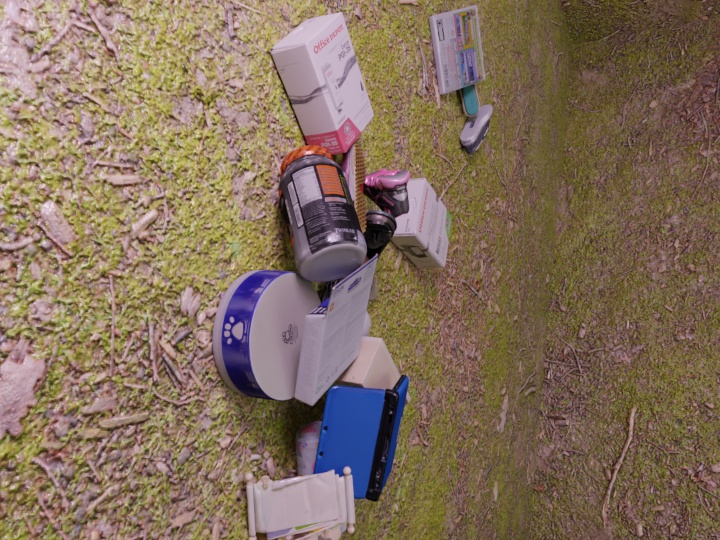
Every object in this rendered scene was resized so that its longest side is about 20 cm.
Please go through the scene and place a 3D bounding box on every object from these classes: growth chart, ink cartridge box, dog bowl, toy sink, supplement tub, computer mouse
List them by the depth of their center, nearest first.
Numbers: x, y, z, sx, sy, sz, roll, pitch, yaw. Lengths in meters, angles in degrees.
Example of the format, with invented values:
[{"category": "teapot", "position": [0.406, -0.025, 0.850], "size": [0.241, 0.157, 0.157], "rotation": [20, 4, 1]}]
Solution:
[{"category": "dog bowl", "position": [-0.142, 0.103, 0.908], "size": [0.198, 0.077, 0.208], "rotation": [-2, 92, -59]}, {"category": "ink cartridge box", "position": [-0.038, 0.086, 0.924], "size": [0.199, 0.039, 0.206], "rotation": [-35, 140, -63]}, {"category": "supplement tub", "position": [-0.068, -0.096, 0.932], "size": [0.122, 0.120, 0.205], "rotation": [28, 40, -55]}, {"category": "growth chart", "position": [-0.097, 0.397, 0.935], "size": [0.193, 0.018, 0.150], "rotation": [1, 104, -18]}, {"category": "ink cartridge box", "position": [-0.063, -0.337, 1.023], "size": [0.148, 0.080, 0.204], "rotation": [-57, 137, -41]}, {"category": "toy sink", "position": [0.002, 0.237, 1.108], "size": [0.114, 0.127, 0.203], "rotation": [-61, 140, -37]}, {"category": "computer mouse", "position": [-0.021, 0.088, 1.144], "size": [0.200, 0.043, 0.113], "rotation": [46, 53, -50]}, {"category": "ink cartridge box", "position": [0.150, -0.113, 1.388], "size": [0.199, 0.082, 0.150], "rotation": [39, 58, -53]}]

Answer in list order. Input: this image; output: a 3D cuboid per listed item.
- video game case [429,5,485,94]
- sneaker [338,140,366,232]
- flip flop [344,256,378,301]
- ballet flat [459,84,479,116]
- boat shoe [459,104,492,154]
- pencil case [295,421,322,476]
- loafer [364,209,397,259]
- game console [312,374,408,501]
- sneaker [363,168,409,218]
[{"category": "video game case", "position": [0.275, -0.621, 1.579], "size": [0.179, 0.022, 0.206], "rotation": [-26, 115, -30]}, {"category": "sneaker", "position": [-0.039, -0.162, 1.071], "size": [0.075, 0.087, 0.207], "rotation": [44, 42, -62]}, {"category": "flip flop", "position": [0.000, 0.000, 1.164], "size": [0.201, 0.056, 0.083], "rotation": [53, 48, -46]}, {"category": "ballet flat", "position": [0.319, -0.570, 1.691], "size": [0.069, 0.068, 0.206], "rotation": [-43, 128, -50]}, {"category": "boat shoe", "position": [0.371, -0.443, 1.762], "size": [0.203, 0.070, 0.069], "rotation": [-61, 137, -34]}, {"category": "pencil case", "position": [-0.070, 0.386, 1.033], "size": [0.089, 0.082, 0.208], "rotation": [-11, 100, -35]}, {"category": "loafer", "position": [0.034, -0.063, 1.141], "size": [0.200, 0.069, 0.065], "rotation": [97, 5, -77]}, {"category": "game console", "position": [0.004, 0.292, 1.008], "size": [0.170, 0.115, 0.207], "rotation": [-22, 124, -73]}, {"category": "sneaker", "position": [0.045, -0.151, 1.131], "size": [0.077, 0.199, 0.098], "rotation": [-21, 107, -14]}]
